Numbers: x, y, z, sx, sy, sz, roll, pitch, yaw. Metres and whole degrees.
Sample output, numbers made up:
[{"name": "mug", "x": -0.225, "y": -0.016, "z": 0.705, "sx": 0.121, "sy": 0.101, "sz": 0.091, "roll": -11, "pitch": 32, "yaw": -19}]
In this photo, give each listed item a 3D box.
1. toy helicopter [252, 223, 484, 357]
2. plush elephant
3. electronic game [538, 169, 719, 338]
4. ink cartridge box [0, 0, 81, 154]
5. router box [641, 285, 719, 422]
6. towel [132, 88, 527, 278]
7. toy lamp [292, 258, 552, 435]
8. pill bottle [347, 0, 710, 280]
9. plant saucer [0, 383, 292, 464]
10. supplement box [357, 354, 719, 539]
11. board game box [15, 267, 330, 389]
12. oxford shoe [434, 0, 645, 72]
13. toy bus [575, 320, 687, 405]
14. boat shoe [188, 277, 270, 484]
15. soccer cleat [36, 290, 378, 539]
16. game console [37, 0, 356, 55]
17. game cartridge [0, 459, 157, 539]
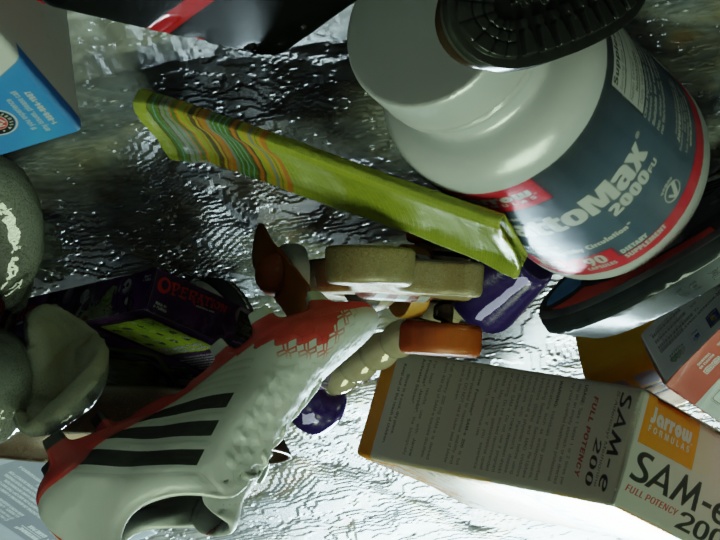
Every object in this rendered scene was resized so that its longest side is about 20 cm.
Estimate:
[{"name": "toy helicopter", "x": 0.000, "y": 0.000, "z": 1.502, "sx": 0.131, "sy": 0.080, "sz": 0.200, "roll": 4, "pitch": 177, "yaw": 4}, {"name": "plush elephant", "x": -0.216, "y": 0.023, "z": 1.431, "sx": 0.164, "sy": 0.156, "sz": 0.199, "roll": -28, "pitch": 147, "yaw": 31}, {"name": "electronic game", "x": 0.181, "y": -0.025, "z": 1.502, "sx": 0.199, "sy": 0.042, "sz": 0.200, "roll": -32, "pitch": -174, "yaw": 3}, {"name": "ink cartridge box", "x": -0.246, "y": -0.098, "z": 1.269, "sx": 0.199, "sy": 0.085, "sz": 0.146, "roll": -18, "pitch": 152, "yaw": 12}, {"name": "router box", "x": 0.290, "y": 0.022, "z": 1.601, "sx": 0.179, "sy": 0.049, "sz": 0.200, "roll": 32, "pitch": 110, "yaw": -32}, {"name": "towel", "x": -0.016, "y": -0.043, "z": 1.397, "sx": 0.199, "sy": 0.018, "sz": 0.086, "roll": 20, "pitch": 172, "yaw": 16}, {"name": "toy lamp", "x": 0.032, "y": 0.033, "z": 1.647, "sx": 0.058, "sy": 0.059, "sz": 0.200, "roll": 17, "pitch": 144, "yaw": -41}, {"name": "pill bottle", "x": 0.080, "y": -0.082, "z": 1.377, "sx": 0.119, "sy": 0.120, "sz": 0.200, "roll": -23, "pitch": 150, "yaw": 23}, {"name": "plant saucer", "x": -0.136, "y": 0.085, "z": 1.547, "sx": 0.199, "sy": 0.032, "sz": 0.200, "roll": 1, "pitch": 171, "yaw": 0}, {"name": "supplement box", "x": 0.115, "y": 0.110, "z": 1.700, "sx": 0.199, "sy": 0.074, "sz": 0.126, "roll": 7, "pitch": 166, "yaw": 42}, {"name": "board game box", "x": -0.115, "y": 0.042, "z": 1.542, "sx": 0.120, "sy": 0.032, "sz": 0.199, "roll": 29, "pitch": 158, "yaw": -28}, {"name": "oxford shoe", "x": 0.084, "y": -0.134, "z": 1.237, "sx": 0.084, "sy": 0.073, "sz": 0.200, "roll": -28, "pitch": -170, "yaw": 44}, {"name": "toy bus", "x": 0.232, "y": 0.021, "z": 1.682, "sx": 0.199, "sy": 0.065, "sz": 0.078, "roll": -23, "pitch": 149, "yaw": 23}, {"name": "boat shoe", "x": -0.082, "y": 0.068, "z": 1.666, "sx": 0.060, "sy": 0.076, "sz": 0.201, "roll": -29, "pitch": 153, "yaw": -30}, {"name": "soccer cleat", "x": -0.067, "y": 0.084, "z": 1.409, "sx": 0.199, "sy": 0.085, "sz": 0.069, "roll": -29, "pitch": 162, "yaw": -17}, {"name": "game console", "x": -0.035, "y": -0.160, "z": 1.216, "sx": 0.200, "sy": 0.031, "sz": 0.176, "roll": -31, "pitch": 155, "yaw": 36}, {"name": "game cartridge", "x": -0.212, "y": 0.134, "z": 1.775, "sx": 0.133, "sy": 0.041, "sz": 0.200, "roll": -21, "pitch": 151, "yaw": 12}]
